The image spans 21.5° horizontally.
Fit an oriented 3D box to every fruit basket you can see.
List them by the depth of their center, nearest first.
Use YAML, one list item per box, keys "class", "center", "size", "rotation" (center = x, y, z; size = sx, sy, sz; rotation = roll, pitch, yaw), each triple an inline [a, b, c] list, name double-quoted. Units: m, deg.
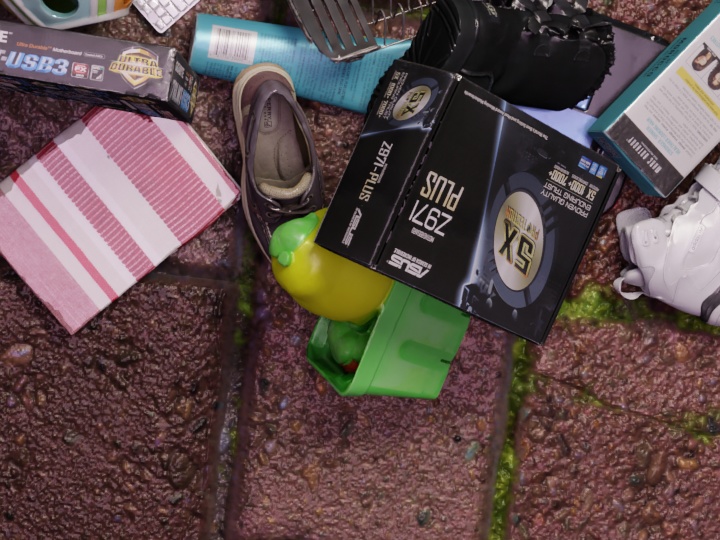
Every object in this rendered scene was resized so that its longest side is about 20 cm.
- class: "fruit basket"
  center: [0.000, 0.000, 1.611]
  size: [0.215, 0.156, 0.216]
  rotation: [-4, 105, -17]

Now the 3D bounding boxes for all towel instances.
- class: "towel"
  center: [-0.222, -0.059, 1.659]
  size: [0.200, 0.023, 0.144]
  rotation: [-39, 97, 1]

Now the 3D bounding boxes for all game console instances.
- class: "game console"
  center: [0.154, -0.151, 1.663]
  size: [0.200, 0.031, 0.177]
  rotation: [20, 97, -7]

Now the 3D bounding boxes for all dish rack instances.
- class: "dish rack"
  center: [0.032, -0.263, 1.591]
  size: [0.200, 0.055, 0.153]
  rotation: [-20, 71, -10]

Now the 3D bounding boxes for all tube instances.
- class: "tube"
  center: [-0.048, -0.179, 1.640]
  size: [0.200, 0.050, 0.077]
  rotation: [10, 117, -8]

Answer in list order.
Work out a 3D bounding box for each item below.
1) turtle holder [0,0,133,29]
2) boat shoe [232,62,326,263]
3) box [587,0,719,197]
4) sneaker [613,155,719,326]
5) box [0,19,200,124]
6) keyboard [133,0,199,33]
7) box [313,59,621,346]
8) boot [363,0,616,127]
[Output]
- class: "turtle holder"
  center: [-0.261, -0.261, 1.554]
  size: [0.185, 0.141, 0.132]
  rotation: [-14, 101, -11]
- class: "boat shoe"
  center: [-0.067, -0.076, 1.626]
  size: [0.072, 0.065, 0.200]
  rotation: [-11, 114, -6]
- class: "box"
  center: [0.297, -0.162, 1.644]
  size: [0.200, 0.049, 0.082]
  rotation: [-45, 102, -5]
- class: "sneaker"
  center: [0.293, -0.056, 1.662]
  size: [0.115, 0.075, 0.200]
  rotation: [11, 101, -8]
- class: "box"
  center: [-0.238, -0.164, 1.542]
  size: [0.198, 0.200, 0.050]
  rotation: [9, 90, 1]
- class: "keyboard"
  center: [-0.217, -0.297, 1.628]
  size: [0.056, 0.011, 0.200]
  rotation: [-41, 99, 3]
- class: "box"
  center: [0.088, -0.053, 1.520]
  size: [0.200, 0.086, 0.164]
  rotation: [25, 89, -37]
- class: "boot"
  center: [0.110, -0.157, 1.599]
  size: [0.162, 0.073, 0.198]
  rotation: [1, 141, -31]
